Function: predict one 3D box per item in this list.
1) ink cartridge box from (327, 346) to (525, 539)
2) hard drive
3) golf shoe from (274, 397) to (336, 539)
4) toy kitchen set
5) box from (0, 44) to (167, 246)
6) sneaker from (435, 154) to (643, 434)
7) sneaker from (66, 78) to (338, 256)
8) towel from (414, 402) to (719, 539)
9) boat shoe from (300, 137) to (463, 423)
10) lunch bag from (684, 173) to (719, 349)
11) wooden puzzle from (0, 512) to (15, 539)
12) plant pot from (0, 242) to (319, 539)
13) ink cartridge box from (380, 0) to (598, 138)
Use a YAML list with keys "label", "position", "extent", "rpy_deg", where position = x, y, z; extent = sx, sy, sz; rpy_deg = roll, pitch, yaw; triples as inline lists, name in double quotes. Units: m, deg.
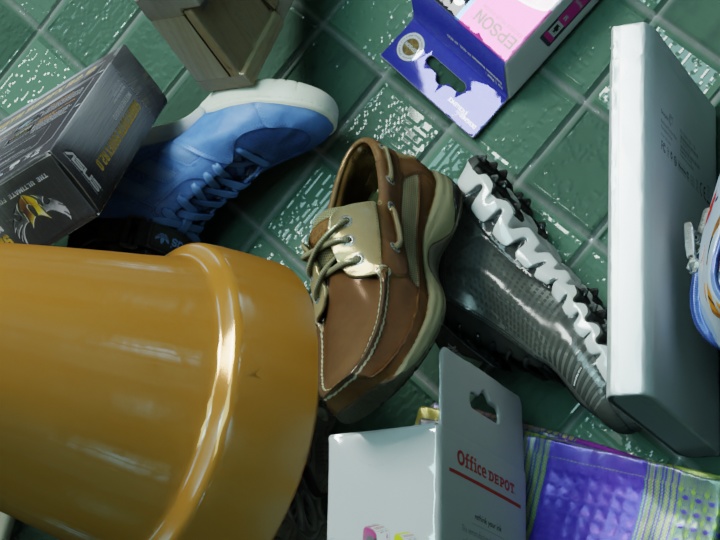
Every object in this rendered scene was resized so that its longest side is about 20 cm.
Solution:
- label: "ink cartridge box"
  position: [0.036, 0.152, 1.110]
  extent: [0.068, 0.115, 0.200]
  rpy_deg: [-8, 68, 25]
- label: "hard drive"
  position: [0.162, -0.014, 1.119]
  extent: [0.026, 0.132, 0.200]
  rpy_deg: [-6, 70, 25]
- label: "golf shoe"
  position: [-0.056, 0.164, 1.220]
  extent: [0.097, 0.078, 0.200]
  rpy_deg: [-23, 57, 39]
- label: "toy kitchen set"
  position: [-0.034, -0.241, 1.235]
  extent: [0.180, 0.163, 0.200]
  rpy_deg: [-4, 48, 36]
- label: "box"
  position: [-0.223, -0.042, 1.267]
  extent: [0.200, 0.048, 0.158]
  rpy_deg: [-28, 19, 23]
- label: "sneaker"
  position: [0.090, 0.030, 1.185]
  extent: [0.090, 0.066, 0.200]
  rpy_deg: [-42, 55, 12]
- label: "sneaker"
  position: [-0.100, -0.042, 1.298]
  extent: [0.200, 0.077, 0.111]
  rpy_deg: [-13, 61, 28]
- label: "towel"
  position: [0.099, 0.158, 1.156]
  extent: [0.200, 0.023, 0.144]
  rpy_deg: [13, 78, 31]
- label: "boat shoe"
  position: [0.000, 0.000, 1.134]
  extent: [0.076, 0.074, 0.200]
  rpy_deg: [-40, 21, 30]
- label: "lunch bag"
  position: [0.263, -0.008, 1.054]
  extent: [0.200, 0.076, 0.160]
  rpy_deg: [16, 74, 3]
- label: "wooden puzzle"
  position: [-0.302, 0.170, 1.275]
  extent: [0.200, 0.037, 0.185]
  rpy_deg: [22, 97, 29]
- label: "plant pot"
  position: [-0.150, 0.068, 1.166]
  extent: [0.200, 0.183, 0.200]
  rpy_deg: [-37, 44, 48]
- label: "ink cartridge box"
  position: [0.100, -0.184, 1.273]
  extent: [0.200, 0.037, 0.095]
  rpy_deg: [-49, 58, 7]
